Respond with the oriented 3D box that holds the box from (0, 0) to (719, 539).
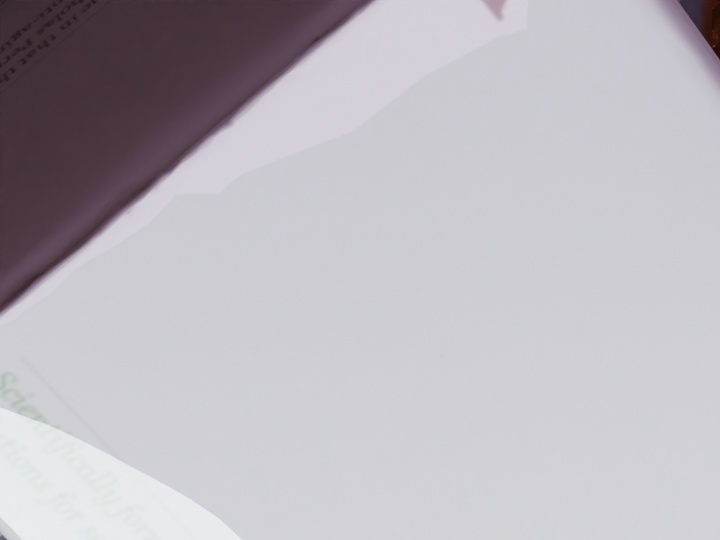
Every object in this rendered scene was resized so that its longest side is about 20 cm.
[{"bbox_3d":[0.000,0.000,0.735,0.200,0.171,0.199,-40,119,1],"label":"box"}]
